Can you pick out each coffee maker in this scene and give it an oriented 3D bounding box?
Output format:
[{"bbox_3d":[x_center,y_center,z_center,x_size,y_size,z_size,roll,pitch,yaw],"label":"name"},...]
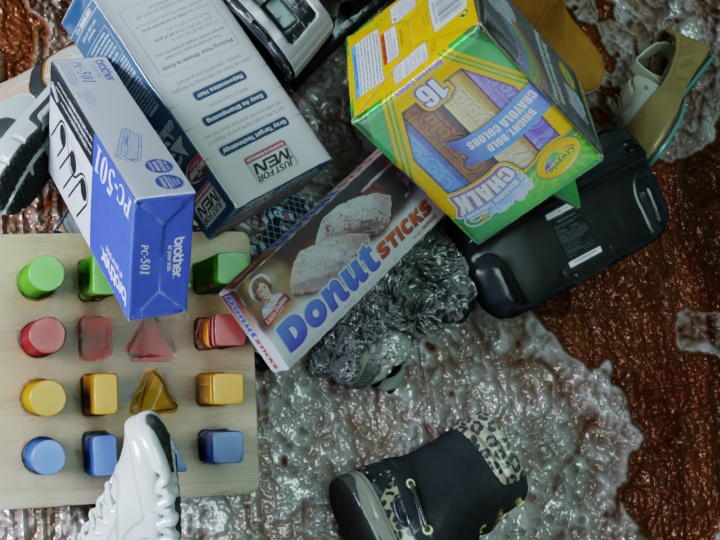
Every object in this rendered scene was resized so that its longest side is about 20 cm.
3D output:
[{"bbox_3d":[-0.028,-0.241,1.229,0.200,0.192,0.135,-42,80,-7],"label":"coffee maker"}]

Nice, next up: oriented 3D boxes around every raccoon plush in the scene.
[{"bbox_3d":[0.000,0.000,1.208,0.134,0.097,0.201,-25,88,-22],"label":"raccoon plush"}]

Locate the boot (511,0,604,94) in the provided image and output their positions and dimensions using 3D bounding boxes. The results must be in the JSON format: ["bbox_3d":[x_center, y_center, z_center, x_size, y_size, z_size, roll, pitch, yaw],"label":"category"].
[{"bbox_3d":[0.160,-0.233,1.306,0.201,0.144,0.071,31,67,-14],"label":"boot"}]

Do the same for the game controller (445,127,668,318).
[{"bbox_3d":[0.166,-0.040,1.244,0.200,0.042,0.105,-27,99,-22],"label":"game controller"}]

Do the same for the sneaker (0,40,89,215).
[{"bbox_3d":[-0.246,-0.131,1.145,0.080,0.074,0.200,20,51,19],"label":"sneaker"}]

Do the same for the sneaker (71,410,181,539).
[{"bbox_3d":[-0.166,0.189,1.054,0.081,0.075,0.201,2,117,-9],"label":"sneaker"}]

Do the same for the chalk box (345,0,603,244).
[{"bbox_3d":[0.098,-0.118,1.156,0.200,0.124,0.125,43,24,-30],"label":"chalk box"}]

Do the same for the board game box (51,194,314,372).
[{"bbox_3d":[-0.125,-0.029,1.191,0.200,0.035,0.136,33,66,-13],"label":"board game box"}]

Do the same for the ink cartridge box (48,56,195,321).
[{"bbox_3d":[-0.167,-0.061,1.032,0.044,0.094,0.200,-8,37,-25],"label":"ink cartridge box"}]

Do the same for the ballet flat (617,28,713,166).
[{"bbox_3d":[0.264,-0.158,1.362,0.063,0.069,0.200,37,40,0],"label":"ballet flat"}]

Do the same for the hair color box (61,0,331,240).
[{"bbox_3d":[-0.122,-0.133,1.117,0.100,0.061,0.200,-31,83,-36],"label":"hair color box"}]

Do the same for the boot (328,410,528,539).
[{"bbox_3d":[0.081,0.225,1.196,0.153,0.073,0.204,-26,88,-29],"label":"boot"}]

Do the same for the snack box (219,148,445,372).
[{"bbox_3d":[-0.017,-0.014,1.110,0.200,0.024,0.072,-44,108,-35],"label":"snack box"}]

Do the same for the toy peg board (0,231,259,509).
[{"bbox_3d":[-0.166,0.068,1.089,0.199,0.098,0.200,-1,85,-17],"label":"toy peg board"}]
